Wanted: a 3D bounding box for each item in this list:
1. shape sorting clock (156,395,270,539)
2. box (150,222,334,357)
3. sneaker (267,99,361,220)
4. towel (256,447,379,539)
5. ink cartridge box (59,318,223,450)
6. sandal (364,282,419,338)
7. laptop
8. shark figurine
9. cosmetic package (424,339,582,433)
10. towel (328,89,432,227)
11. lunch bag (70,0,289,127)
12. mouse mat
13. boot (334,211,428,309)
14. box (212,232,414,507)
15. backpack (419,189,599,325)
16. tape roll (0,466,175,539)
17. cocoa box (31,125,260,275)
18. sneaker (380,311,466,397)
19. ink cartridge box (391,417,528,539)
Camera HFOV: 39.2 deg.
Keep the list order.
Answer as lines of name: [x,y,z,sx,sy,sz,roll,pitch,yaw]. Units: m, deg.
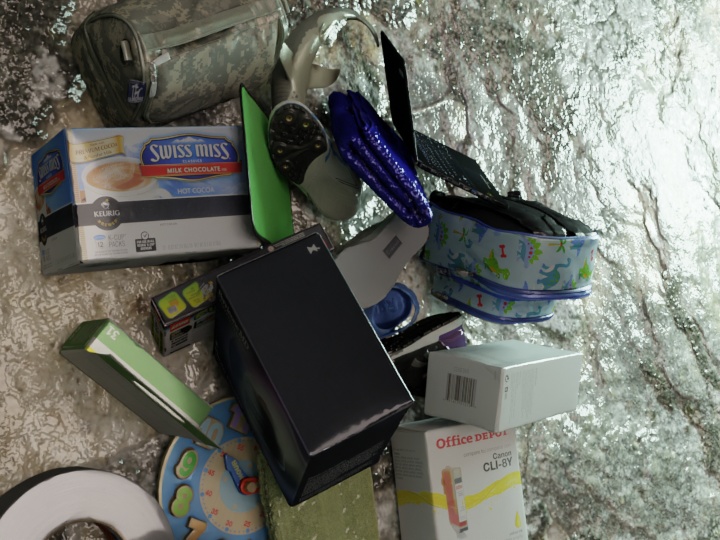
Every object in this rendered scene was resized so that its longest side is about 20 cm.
shape sorting clock: [-0.130,0.240,1.126,0.198,0.039,0.203,5,81,-32]
box: [-0.128,0.022,1.088,0.198,0.110,0.035,-25,75,-20]
sneaker: [-0.055,-0.133,1.168,0.200,0.071,0.073,55,16,-53]
towel: [-0.045,0.274,1.146,0.147,0.036,0.203,-17,100,-37]
ink cartridge box: [-0.209,0.110,0.997,0.145,0.199,0.048,44,66,-19]
sandal: [-0.006,0.060,1.201,0.199,0.087,0.080,-27,100,-30]
laptop: [0.099,-0.185,1.229,0.198,0.178,0.104,24,110,-17]
shark figurine: [-0.070,-0.266,1.194,0.216,0.089,0.129,-58,141,-26]
cosmetic package: [0.180,0.139,1.257,0.199,0.112,0.082,0,97,-49]
towel: [0.026,-0.140,1.193,0.049,0.200,0.148,-42,111,14]
lunch bag: [-0.190,-0.238,1.073,0.199,0.167,0.141,-27,98,-31]
mouse mat: [-0.100,-0.099,1.112,0.007,0.200,0.163,-8,78,9]
boot: [0.000,0.000,1.189,0.074,0.095,0.200,54,45,-4]
box: [-0.059,0.105,1.029,0.122,0.199,0.201,-23,70,-20]
backpack: [0.192,-0.013,1.269,0.181,0.199,0.149,-3,105,-34]
tape roll: [-0.285,0.299,1.004,0.198,0.066,0.203,5,81,-33]
cocoa box: [-0.223,-0.074,1.050,0.198,0.133,0.133,-6,88,-33]
sneaker: [0.060,0.123,1.244,0.198,0.075,0.089,-21,100,-33]
ink cartridge box: [0.124,0.285,1.255,0.144,0.083,0.203,-5,87,-32]
